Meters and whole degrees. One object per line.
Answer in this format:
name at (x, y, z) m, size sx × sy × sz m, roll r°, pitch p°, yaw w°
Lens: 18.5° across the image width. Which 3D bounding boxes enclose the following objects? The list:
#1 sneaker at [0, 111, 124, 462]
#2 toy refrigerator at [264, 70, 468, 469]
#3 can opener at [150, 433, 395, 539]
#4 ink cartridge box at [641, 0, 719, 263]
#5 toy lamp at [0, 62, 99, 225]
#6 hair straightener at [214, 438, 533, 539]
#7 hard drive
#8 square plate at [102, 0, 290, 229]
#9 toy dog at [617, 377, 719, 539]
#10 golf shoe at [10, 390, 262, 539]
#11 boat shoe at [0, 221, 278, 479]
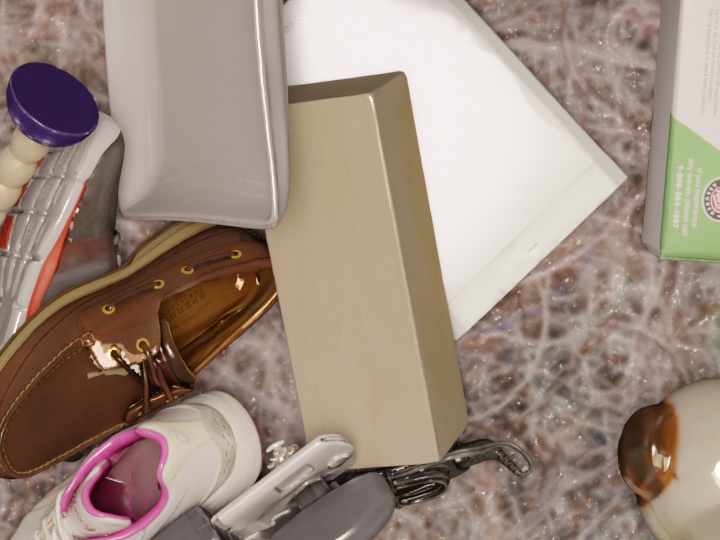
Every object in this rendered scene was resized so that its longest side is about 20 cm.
sneaker at (-0.158, 0.013, 1.227) m, size 0.081 × 0.077 × 0.202 m, roll 16°, pitch 96°, yaw -27°
toy refrigerator at (0.000, 0.000, 1.192) m, size 0.075 × 0.070 × 0.202 m, roll -6°, pitch 103°, yaw 20°
can opener at (-0.077, 0.154, 1.159) m, size 0.199 × 0.053 × 0.067 m, roll -34°, pitch 63°, yaw 5°
ink cartridge box at (0.260, -0.074, 1.193) m, size 0.198 × 0.084 × 0.148 m, roll 5°, pitch 95°, yaw 0°
toy lamp at (-0.205, -0.021, 1.184) m, size 0.058 × 0.058 × 0.200 m, roll 36°, pitch 126°, yaw -2°
hair straightener at (-0.001, 0.131, 1.218) m, size 0.198 × 0.077 × 0.041 m, roll -14°, pitch 90°, yaw 2°
hard drive at (0.033, -0.080, 1.226) m, size 0.132 × 0.026 × 0.200 m, roll -43°, pitch 93°, yaw 4°
square plate at (-0.085, -0.125, 1.155) m, size 0.028 × 0.198 × 0.202 m, roll -5°, pitch 95°, yaw -28°
toy dog at (0.212, 0.147, 1.167) m, size 0.138 × 0.195 × 0.201 m, roll -20°, pitch 50°, yaw -15°
golf shoe at (-0.146, 0.134, 1.196) m, size 0.200 × 0.091 × 0.076 m, roll -42°, pitch 72°, yaw 22°
boat shoe at (-0.121, 0.041, 1.172) m, size 0.200 × 0.067 × 0.072 m, roll -40°, pitch 130°, yaw -26°
